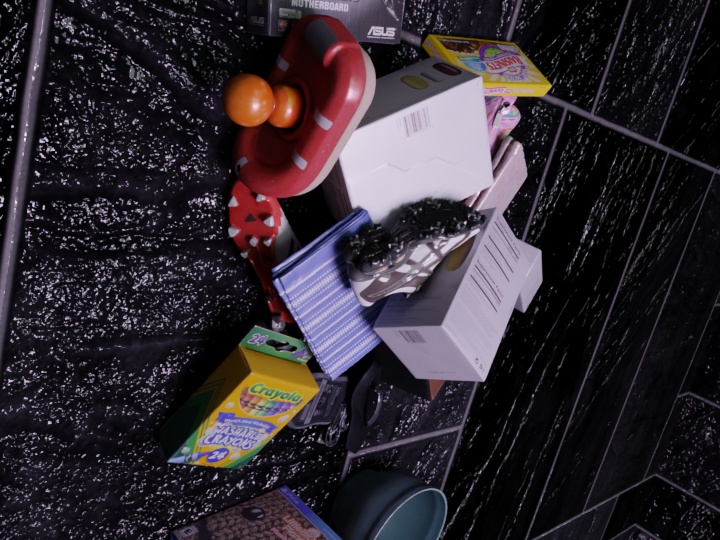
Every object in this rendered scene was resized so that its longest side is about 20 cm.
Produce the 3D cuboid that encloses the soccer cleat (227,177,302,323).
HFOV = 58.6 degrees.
[{"bbox_3d":[-0.107,-0.029,0.799,0.085,0.068,0.200,-66,140,-63],"label":"soccer cleat"}]

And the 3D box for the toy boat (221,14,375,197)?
[{"bbox_3d":[-0.085,-0.170,0.670,0.131,0.131,0.200,-1,137,-42],"label":"toy boat"}]

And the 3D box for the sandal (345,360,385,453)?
[{"bbox_3d":[0.016,0.218,1.021,0.076,0.043,0.200,-50,156,-44],"label":"sandal"}]

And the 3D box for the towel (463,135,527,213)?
[{"bbox_3d":[0.198,-0.102,1.018,0.191,0.032,0.200,-57,162,3],"label":"towel"}]

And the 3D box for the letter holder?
[{"bbox_3d":[0.093,0.075,0.997,0.142,0.100,0.200,-47,141,-36],"label":"letter holder"}]

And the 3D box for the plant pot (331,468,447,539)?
[{"bbox_3d":[0.034,0.431,1.115,0.200,0.134,0.201,-23,125,-36],"label":"plant pot"}]

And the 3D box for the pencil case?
[{"bbox_3d":[0.159,-0.180,0.964,0.200,0.087,0.087,-54,137,-6],"label":"pencil case"}]

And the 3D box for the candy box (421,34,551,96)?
[{"bbox_3d":[0.186,-0.294,0.927,0.200,0.102,0.026,-13,154,-40],"label":"candy box"}]

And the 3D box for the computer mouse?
[{"bbox_3d":[-0.070,0.191,0.958,0.139,0.053,0.200,-64,150,-2],"label":"computer mouse"}]

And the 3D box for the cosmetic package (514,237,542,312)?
[{"bbox_3d":[0.248,0.001,1.089,0.071,0.101,0.200,-59,159,-4],"label":"cosmetic package"}]

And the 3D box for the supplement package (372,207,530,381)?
[{"bbox_3d":[0.124,0.030,0.834,0.110,0.114,0.200,51,52,-29],"label":"supplement package"}]

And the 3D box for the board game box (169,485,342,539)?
[{"bbox_3d":[-0.146,0.419,0.910,0.200,0.159,0.097,-8,115,-43],"label":"board game box"}]

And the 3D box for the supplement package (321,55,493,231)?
[{"bbox_3d":[0.050,-0.155,0.815,0.200,0.111,0.156,-26,128,-14],"label":"supplement package"}]

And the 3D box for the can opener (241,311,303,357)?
[{"bbox_3d":[-0.079,0.064,0.884,0.200,0.079,0.063,-30,91,-35],"label":"can opener"}]

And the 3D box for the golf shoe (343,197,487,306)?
[{"bbox_3d":[0.067,-0.023,0.785,0.200,0.078,0.095,-21,133,-24],"label":"golf shoe"}]

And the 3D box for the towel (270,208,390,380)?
[{"bbox_3d":[-0.020,0.033,0.802,0.145,0.024,0.200,-37,133,-16],"label":"towel"}]

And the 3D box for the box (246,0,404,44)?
[{"bbox_3d":[-0.030,-0.344,0.722,0.200,0.048,0.159,-13,119,-41],"label":"box"}]

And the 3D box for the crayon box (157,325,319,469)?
[{"bbox_3d":[-0.144,0.168,0.815,0.200,0.052,0.126,-47,140,14],"label":"crayon box"}]
